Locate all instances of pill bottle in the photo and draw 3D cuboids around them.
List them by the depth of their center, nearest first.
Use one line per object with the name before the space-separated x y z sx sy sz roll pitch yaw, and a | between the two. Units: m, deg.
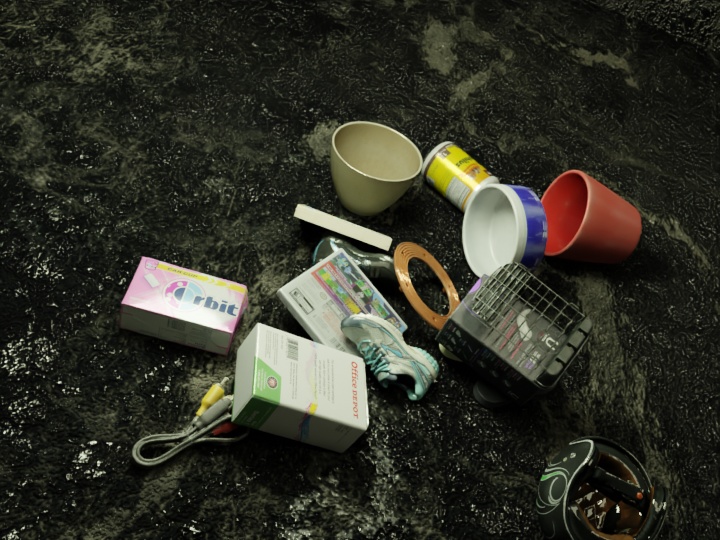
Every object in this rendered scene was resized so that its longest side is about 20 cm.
pill bottle | 0.243 -0.201 1.789 0.109 0.110 0.200 -27 60 -40

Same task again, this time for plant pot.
plant pot | 0.523 -0.106 1.758 0.176 0.201 0.201 16 41 -20

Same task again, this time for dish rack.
dish rack | 0.289 0.086 1.330 0.200 0.055 0.153 39 61 12

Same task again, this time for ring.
ring | 0.129 0.034 1.510 0.200 0.019 0.201 37 33 -29

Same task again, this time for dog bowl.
dog bowl | 0.298 -0.079 1.617 0.078 0.201 0.201 0 46 -26

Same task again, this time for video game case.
video game case | -0.030 0.075 1.416 0.200 0.023 0.182 50 47 5

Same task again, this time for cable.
cable | -0.250 0.253 1.186 0.200 0.050 0.097 -35 83 -30

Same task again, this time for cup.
cup | 0.018 -0.204 1.674 0.199 0.144 0.201 11 44 -11

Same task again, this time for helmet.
helmet | 0.368 0.359 1.202 0.198 0.191 0.202 -1 79 3

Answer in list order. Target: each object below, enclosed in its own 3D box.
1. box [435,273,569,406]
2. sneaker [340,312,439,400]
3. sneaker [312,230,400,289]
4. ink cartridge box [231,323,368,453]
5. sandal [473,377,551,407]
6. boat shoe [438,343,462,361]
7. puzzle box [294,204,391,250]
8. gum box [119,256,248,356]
box | 0.255 0.125 1.392 0.200 0.106 0.122 38 63 9
sneaker | 0.046 0.151 1.349 0.199 0.078 0.087 34 53 -8
sneaker | 0.000 0.000 1.525 0.199 0.073 0.082 23 60 8
ink cartridge box | -0.095 0.189 1.234 0.199 0.084 0.145 21 40 -23
sandal | 0.300 0.206 1.441 0.199 0.043 0.076 -15 54 -34
boat shoe | 0.241 0.135 1.482 0.200 0.063 0.074 -10 80 -14
puzzle box | -0.034 -0.088 1.566 0.199 0.026 0.133 20 5 -2
gum box | -0.296 0.062 1.326 0.199 0.066 0.114 16 44 -7
